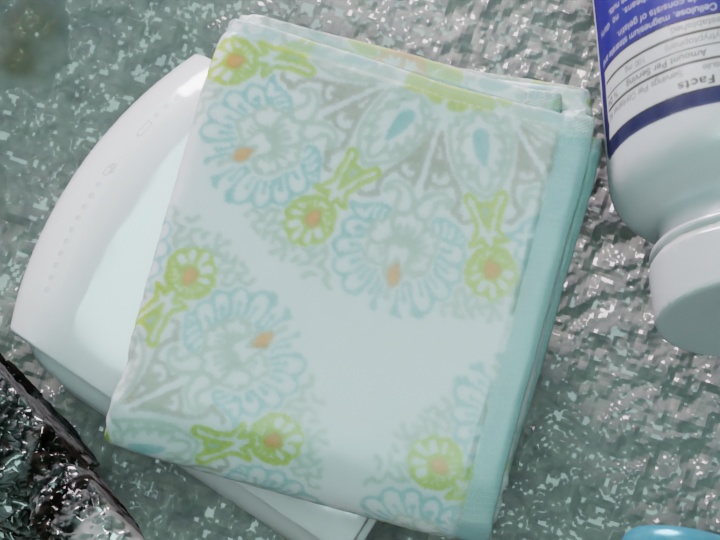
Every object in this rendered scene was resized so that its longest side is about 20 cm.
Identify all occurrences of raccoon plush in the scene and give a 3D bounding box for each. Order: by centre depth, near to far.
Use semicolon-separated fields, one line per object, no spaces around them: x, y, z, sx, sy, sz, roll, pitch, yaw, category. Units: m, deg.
-0.184;0.107;1.212;0.134;0.200;0.097;-43;114;-2;raccoon plush

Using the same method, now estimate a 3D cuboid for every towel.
0.000;0.000;1.204;0.171;0.048;0.201;15;81;6;towel

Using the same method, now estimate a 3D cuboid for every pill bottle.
0.161;-0.072;1.212;0.119;0.120;0.201;-4;67;3;pill bottle

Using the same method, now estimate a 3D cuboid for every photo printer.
-0.044;0.012;1.262;0.200;0.069;0.167;34;86;7;photo printer

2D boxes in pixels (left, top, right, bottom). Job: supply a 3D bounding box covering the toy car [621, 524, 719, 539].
0.051;0.196;1.180;0.199;0.177;0.185;12;74;7;toy car
